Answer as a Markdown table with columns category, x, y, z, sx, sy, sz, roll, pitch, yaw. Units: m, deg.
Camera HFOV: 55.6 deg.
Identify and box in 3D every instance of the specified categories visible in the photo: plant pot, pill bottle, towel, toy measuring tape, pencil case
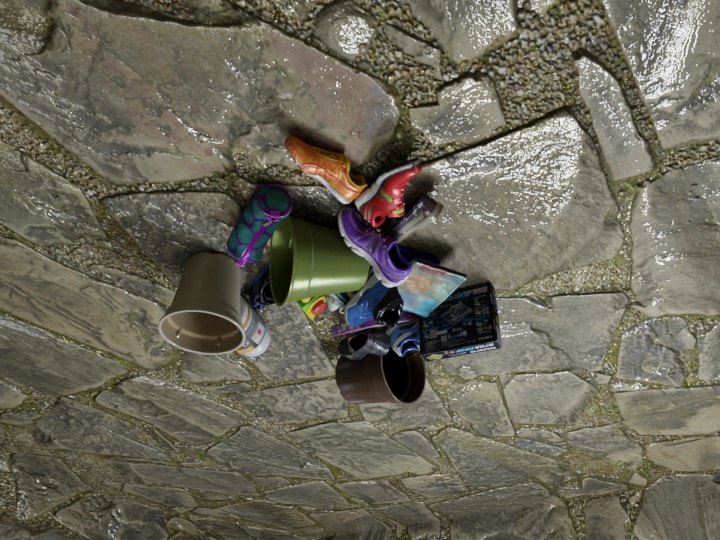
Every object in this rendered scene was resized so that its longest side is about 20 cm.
| category | x | y | z | sx | sy | sz | roll | pitch | yaw |
| --- | --- | --- | --- | --- | --- | --- | --- | --- | --- |
| plant pot | 0.046 | 0.284 | 1.900 | 0.196 | 0.203 | 0.199 | -18 | 141 | 37 |
| pill bottle | -0.311 | 0.145 | 1.763 | 0.114 | 0.118 | 0.201 | -7 | 152 | 13 |
| plant pot | -0.086 | -0.020 | 1.488 | 0.187 | 0.203 | 0.201 | 3 | 147 | -23 |
| towel | 0.090 | 0.022 | 1.637 | 0.145 | 0.050 | 0.201 | 11 | 144 | -14 |
| toy measuring tape | -0.113 | 0.087 | 1.738 | 0.072 | 0.075 | 0.200 | -4 | 161 | 9 |
| pencil case | -0.217 | -0.096 | 1.446 | 0.084 | 0.094 | 0.200 | 16 | 143 | -21 |
| towel | 0.141 | 0.045 | 1.606 | 0.144 | 0.022 | 0.200 | 16 | 144 | -18 |
| plant pot | -0.358 | 0.068 | 1.604 | 0.196 | 0.186 | 0.202 | 1 | 145 | 1 |

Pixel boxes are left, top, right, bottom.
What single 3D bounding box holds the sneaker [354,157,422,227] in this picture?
| category | x | y | z | sx | sy | sz | roll | pitch | yaw |
| --- | --- | --- | --- | --- | --- | --- | --- | --- | --- |
| sneaker | 0.069 | -0.151 | 1.348 | 0.076 | 0.086 | 0.200 | -29 | 174 | -37 |

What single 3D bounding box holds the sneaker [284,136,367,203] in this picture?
| category | x | y | z | sx | sy | sz | roll | pitch | yaw |
| --- | --- | --- | --- | --- | --- | --- | --- | --- | --- |
| sneaker | -0.067 | -0.208 | 1.319 | 0.077 | 0.074 | 0.199 | -42 | 134 | 19 |

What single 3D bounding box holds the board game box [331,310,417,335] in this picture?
| category | x | y | z | sx | sy | sz | roll | pitch | yaw |
| --- | --- | --- | --- | --- | --- | --- | --- | --- | --- |
| board game box | 0.034 | 0.134 | 1.746 | 0.198 | 0.033 | 0.119 | -17 | 166 | 41 |

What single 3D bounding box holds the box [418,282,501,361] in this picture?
| category | x | y | z | sx | sy | sz | roll | pitch | yaw |
| --- | --- | --- | --- | --- | --- | --- | --- | --- | --- |
| box | 0.240 | 0.129 | 1.685 | 0.197 | 0.161 | 0.046 | -14 | 146 | 21 |

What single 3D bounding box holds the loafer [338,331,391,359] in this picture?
| category | x | y | z | sx | sy | sz | roll | pitch | yaw |
| --- | --- | --- | --- | --- | --- | --- | --- | --- | --- |
| loafer | -0.005 | 0.190 | 1.810 | 0.072 | 0.074 | 0.199 | 23 | 154 | -32 |

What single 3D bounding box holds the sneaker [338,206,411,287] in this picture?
| category | x | y | z | sx | sy | sz | roll | pitch | yaw |
| --- | --- | --- | --- | --- | --- | --- | --- | --- | --- |
| sneaker | 0.037 | -0.062 | 1.438 | 0.200 | 0.081 | 0.083 | 47 | 135 | -2 |

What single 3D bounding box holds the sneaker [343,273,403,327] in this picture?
| category | x | y | z | sx | sy | sz | roll | pitch | yaw |
| --- | --- | --- | --- | --- | --- | --- | --- | --- | --- |
| sneaker | 0.033 | 0.100 | 1.603 | 0.076 | 0.112 | 0.200 | -4 | 146 | -39 |

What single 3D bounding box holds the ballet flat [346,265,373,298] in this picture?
| category | x | y | z | sx | sy | sz | roll | pitch | yaw |
| --- | --- | --- | --- | --- | --- | --- | --- | --- | --- |
| ballet flat | 0.000 | 0.000 | 1.589 | 0.066 | 0.057 | 0.201 | 43 | 139 | 16 |

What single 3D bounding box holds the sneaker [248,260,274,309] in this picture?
| category | x | y | z | sx | sy | sz | roll | pitch | yaw |
| --- | --- | --- | --- | --- | --- | --- | --- | --- | --- |
| sneaker | -0.231 | 0.054 | 1.670 | 0.069 | 0.079 | 0.201 | 14 | 143 | -17 |

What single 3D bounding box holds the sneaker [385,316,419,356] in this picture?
| category | x | y | z | sx | sy | sz | roll | pitch | yaw |
| --- | --- | --- | --- | --- | --- | --- | --- | --- | --- |
| sneaker | 0.166 | 0.162 | 1.781 | 0.197 | 0.083 | 0.074 | -25 | 137 | 3 |

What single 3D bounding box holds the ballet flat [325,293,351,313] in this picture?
| category | x | y | z | sx | sy | sz | roll | pitch | yaw |
| --- | --- | --- | --- | --- | --- | --- | --- | --- | --- |
| ballet flat | -0.037 | 0.078 | 1.704 | 0.071 | 0.070 | 0.199 | -37 | 134 | 27 |

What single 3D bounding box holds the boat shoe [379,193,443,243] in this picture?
| category | x | y | z | sx | sy | sz | roll | pitch | yaw |
| --- | --- | --- | --- | --- | --- | --- | --- | --- | --- |
| boat shoe | 0.091 | -0.109 | 1.441 | 0.065 | 0.072 | 0.199 | 45 | 144 | -14 |
